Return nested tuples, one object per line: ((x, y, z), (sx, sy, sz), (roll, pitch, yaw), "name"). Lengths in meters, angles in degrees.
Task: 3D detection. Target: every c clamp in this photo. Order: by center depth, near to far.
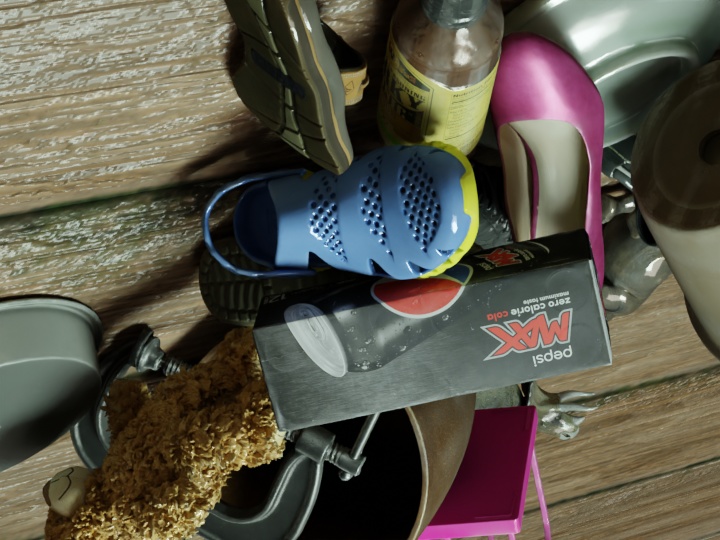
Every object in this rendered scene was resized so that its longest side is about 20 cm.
((-0.090, 0.101, 1.626), (0.027, 0.200, 0.171), (-54, 164, -59), "c clamp")

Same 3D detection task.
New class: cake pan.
((-0.247, 0.085, 1.559), (0.200, 0.037, 0.200), (-23, 159, -9), "cake pan")

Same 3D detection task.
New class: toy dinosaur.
((0.085, 0.109, 1.964), (0.200, 0.077, 0.102), (9, 128, -48), "toy dinosaur")

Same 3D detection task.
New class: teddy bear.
((-0.125, 0.113, 1.550), (0.200, 0.145, 0.067), (-26, 141, 27), "teddy bear")

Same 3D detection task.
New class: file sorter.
((0.034, 0.196, 1.836), (0.199, 0.139, 0.126), (-5, 120, 13), "file sorter")

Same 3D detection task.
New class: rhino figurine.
((0.182, 0.003, 1.816), (0.087, 0.060, 0.200), (-10, 150, -36), "rhino figurine")

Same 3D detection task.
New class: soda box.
((0.042, 0.034, 1.452), (0.199, 0.071, 0.063), (-12, -164, 6), "soda box")

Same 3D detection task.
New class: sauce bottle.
((0.046, -0.123, 1.384), (0.065, 0.065, 0.200), (-21, 156, -14), "sauce bottle")

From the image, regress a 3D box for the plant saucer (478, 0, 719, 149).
((0.149, -0.120, 1.521), (0.200, 0.050, 0.200), (-23, 159, -9), "plant saucer")

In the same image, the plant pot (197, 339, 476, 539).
((-0.001, 0.106, 1.722), (0.187, 0.187, 0.200), (-38, 175, 27), "plant pot")

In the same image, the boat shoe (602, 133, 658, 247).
((0.211, -0.040, 1.682), (0.068, 0.072, 0.200), (-51, 140, -9), "boat shoe")

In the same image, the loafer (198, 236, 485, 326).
((0.000, 0.000, 1.534), (0.199, 0.076, 0.067), (6, -164, 22), "loafer")

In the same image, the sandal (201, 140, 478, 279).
((-0.017, -0.028, 1.422), (0.087, 0.080, 0.200), (-5, 176, -44), "sandal")

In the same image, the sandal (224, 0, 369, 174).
((-0.029, -0.115, 1.327), (0.055, 0.082, 0.200), (-44, 155, -16), "sandal")

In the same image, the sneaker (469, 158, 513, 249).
((0.083, -0.044, 1.570), (0.104, 0.060, 0.200), (-1, 165, -3), "sneaker")

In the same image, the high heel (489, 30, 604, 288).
((0.106, -0.047, 1.464), (0.067, 0.096, 0.200), (3, 144, 12), "high heel")

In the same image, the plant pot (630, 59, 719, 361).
((0.256, -0.039, 1.533), (0.200, 0.200, 0.173), (-35, 138, 21), "plant pot")
